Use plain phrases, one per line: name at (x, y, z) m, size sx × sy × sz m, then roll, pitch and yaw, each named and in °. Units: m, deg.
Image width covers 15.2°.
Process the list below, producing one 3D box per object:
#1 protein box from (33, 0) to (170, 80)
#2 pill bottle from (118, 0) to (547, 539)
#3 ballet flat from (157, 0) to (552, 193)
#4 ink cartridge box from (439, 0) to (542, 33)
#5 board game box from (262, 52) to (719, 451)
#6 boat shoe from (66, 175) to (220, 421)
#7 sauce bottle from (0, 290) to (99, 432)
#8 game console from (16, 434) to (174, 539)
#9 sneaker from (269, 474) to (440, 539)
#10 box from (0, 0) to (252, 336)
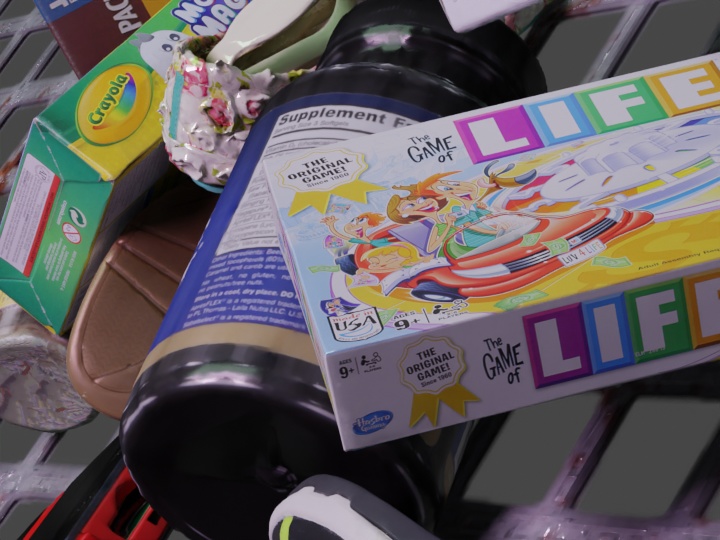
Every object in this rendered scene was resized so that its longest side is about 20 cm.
protein box at (-0.084, -0.214, 1.295) m, size 0.200 × 0.135 × 0.199 m, roll -28°, pitch 26°, yaw 1°
pill bottle at (0.000, 0.000, 0.938) m, size 0.112 × 0.112 × 0.200 m, roll -22°, pitch 34°, yaw 42°
ballet flat at (0.004, -0.098, 1.056) m, size 0.076 × 0.064 × 0.200 m, roll 26°, pitch 48°, yaw 39°
ink cartridge box at (0.150, -0.151, 0.906) m, size 0.196 × 0.043 × 0.200 m, roll -29°, pitch 7°, yaw -42°
board game box at (0.078, -0.015, 0.812) m, size 0.200 × 0.034 × 0.134 m, roll -14°, pitch 27°, yaw -4°
boat shoe at (-0.049, -0.015, 1.105) m, size 0.200 × 0.072 × 0.072 m, roll -57°, pitch -5°, yaw -20°
sauce bottle at (-0.119, -0.016, 1.205) m, size 0.065 × 0.065 × 0.200 m, roll -29°, pitch 29°, yaw 34°
game console at (-0.125, 0.126, 0.977) m, size 0.177 × 0.031 × 0.200 m, roll -45°, pitch 5°, yaw 22°
sneaker at (0.010, 0.122, 0.790) m, size 0.083 × 0.072 × 0.200 m, roll -52°, pitch 25°, yaw -8°
box at (-0.070, -0.073, 1.133) m, size 0.200 × 0.048 × 0.117 m, roll -44°, pitch -12°, yaw -37°
